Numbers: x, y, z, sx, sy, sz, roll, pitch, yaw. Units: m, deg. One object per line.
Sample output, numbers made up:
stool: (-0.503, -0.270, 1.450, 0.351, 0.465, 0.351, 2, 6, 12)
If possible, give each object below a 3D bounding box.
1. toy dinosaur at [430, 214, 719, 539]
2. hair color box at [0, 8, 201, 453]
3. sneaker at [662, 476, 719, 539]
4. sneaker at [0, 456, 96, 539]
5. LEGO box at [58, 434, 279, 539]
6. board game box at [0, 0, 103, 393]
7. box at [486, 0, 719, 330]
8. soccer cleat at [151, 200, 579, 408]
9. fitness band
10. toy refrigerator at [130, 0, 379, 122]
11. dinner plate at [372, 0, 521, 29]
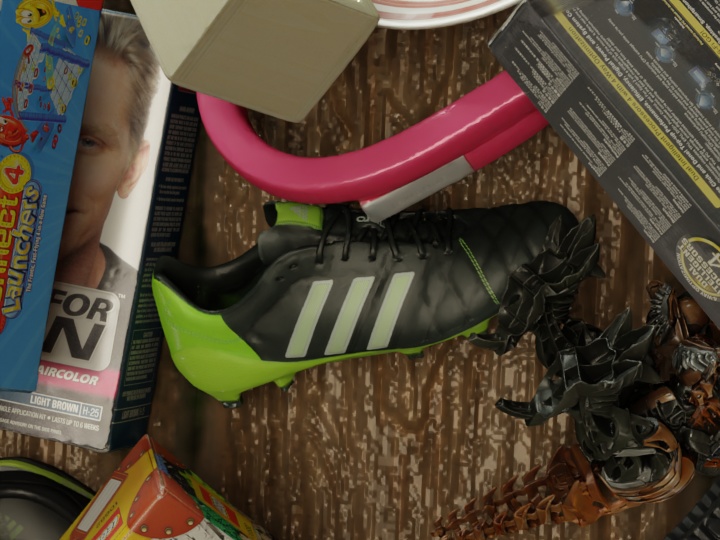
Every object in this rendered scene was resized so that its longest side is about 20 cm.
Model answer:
toy dinosaur: (0.121, 0.062, 1.152, 0.200, 0.136, 0.102, -48, 39, -8)
hair color box: (-0.138, -0.023, 1.234, 0.100, 0.061, 0.201, 11, 92, 12)
sneaker: (0.178, 0.127, 1.171, 0.200, 0.078, 0.066, -40, 66, -8)
sneaker: (-0.113, 0.150, 1.218, 0.199, 0.083, 0.072, 23, 96, 12)
LEGO box: (-0.097, 0.200, 1.159, 0.149, 0.077, 0.200, 38, 95, -16)
board game box: (-0.208, -0.060, 1.200, 0.200, 0.056, 0.197, 13, 94, 47)
box: (0.176, -0.067, 1.123, 0.161, 0.049, 0.200, -36, 82, -33)
soccer cleat: (0.000, 0.000, 1.192, 0.199, 0.068, 0.081, -18, 117, 13)
fitness band: (0.020, -0.107, 1.182, 0.199, 0.037, 0.144, -29, 62, 6)
toy refrigerator: (-0.068, -0.163, 1.153, 0.070, 0.076, 0.200, -50, 45, 26)
dinner plate: (0.043, -0.191, 1.179, 0.199, 0.024, 0.201, -9, 62, 18)
